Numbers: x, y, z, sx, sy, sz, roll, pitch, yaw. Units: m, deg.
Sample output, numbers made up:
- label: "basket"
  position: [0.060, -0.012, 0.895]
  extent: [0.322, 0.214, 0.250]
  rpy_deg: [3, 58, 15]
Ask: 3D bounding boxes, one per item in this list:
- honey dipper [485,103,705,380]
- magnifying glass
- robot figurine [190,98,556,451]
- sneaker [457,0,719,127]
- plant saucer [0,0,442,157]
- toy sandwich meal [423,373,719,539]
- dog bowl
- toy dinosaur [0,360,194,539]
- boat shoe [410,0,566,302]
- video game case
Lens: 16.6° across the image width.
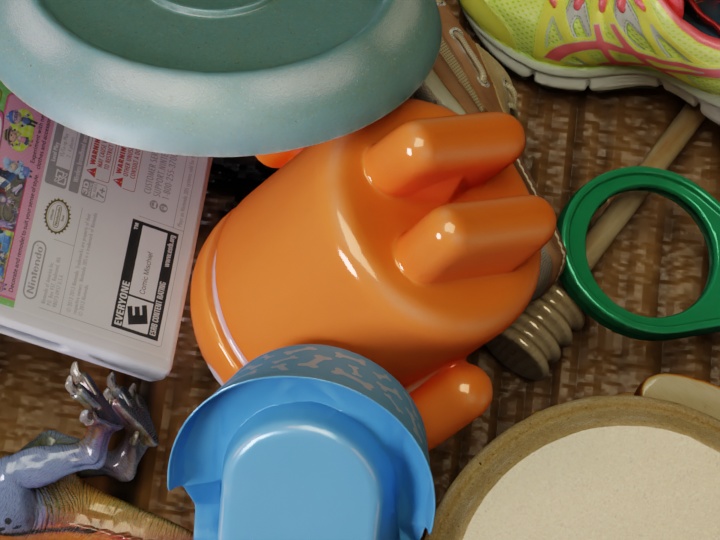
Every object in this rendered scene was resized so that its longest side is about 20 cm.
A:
- label: "honey dipper"
  position: [0.129, -0.034, 1.170]
  extent: [0.038, 0.038, 0.200]
  rpy_deg: [36, 70, 10]
- label: "magnifying glass"
  position: [0.184, 0.008, 1.143]
  extent: [0.199, 0.022, 0.080]
  rpy_deg: [16, 70, -6]
- label: "robot figurine"
  position: [0.000, 0.002, 1.080]
  extent: [0.144, 0.200, 0.117]
  rpy_deg: [41, 50, -11]
- label: "sneaker"
  position: [0.135, -0.129, 1.155]
  extent: [0.199, 0.090, 0.078]
  rpy_deg: [16, 63, 21]
- label: "plant saucer"
  position: [-0.063, -0.117, 1.053]
  extent: [0.199, 0.028, 0.201]
  rpy_deg: [3, 39, -2]
- label: "toy sandwich meal"
  position: [0.117, 0.143, 1.095]
  extent: [0.204, 0.070, 0.207]
  rpy_deg: [0, 83, -2]
- label: "dog bowl"
  position: [-0.025, 0.121, 1.045]
  extent: [0.111, 0.201, 0.050]
  rpy_deg: [9, 27, 6]
- label: "toy dinosaur"
  position: [-0.181, 0.108, 1.089]
  extent: [0.181, 0.105, 0.201]
  rpy_deg: [-35, 87, 9]
- label: "boat shoe"
  position: [0.043, -0.074, 1.151]
  extent: [0.072, 0.076, 0.201]
  rpy_deg: [-17, 64, -34]
- label: "video game case"
  position: [-0.150, -0.071, 1.093]
  extent: [0.181, 0.022, 0.201]
  rpy_deg: [19, 67, -24]
